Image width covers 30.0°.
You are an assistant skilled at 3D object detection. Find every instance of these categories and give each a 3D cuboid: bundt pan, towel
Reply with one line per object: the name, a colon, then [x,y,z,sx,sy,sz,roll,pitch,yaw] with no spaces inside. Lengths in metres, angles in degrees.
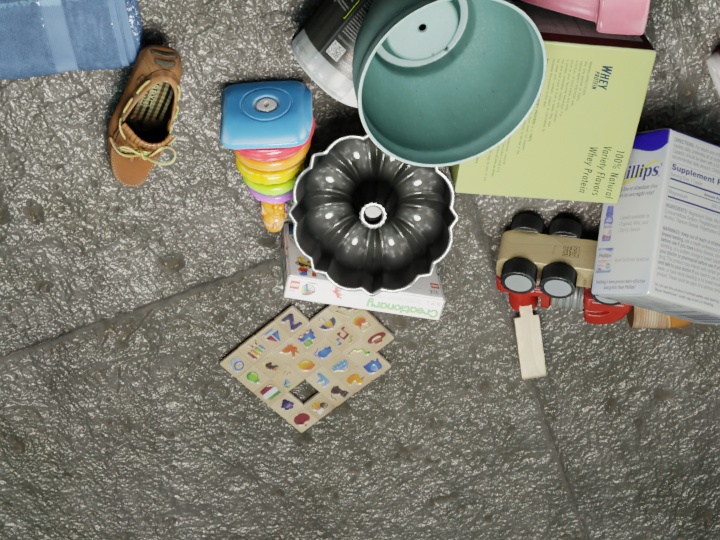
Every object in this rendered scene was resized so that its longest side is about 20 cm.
bundt pan: [0.017,-0.076,1.605,0.200,0.076,0.204,1,110,4]
towel: [-0.348,-0.274,1.518,0.198,0.049,0.112,-7,127,-3]

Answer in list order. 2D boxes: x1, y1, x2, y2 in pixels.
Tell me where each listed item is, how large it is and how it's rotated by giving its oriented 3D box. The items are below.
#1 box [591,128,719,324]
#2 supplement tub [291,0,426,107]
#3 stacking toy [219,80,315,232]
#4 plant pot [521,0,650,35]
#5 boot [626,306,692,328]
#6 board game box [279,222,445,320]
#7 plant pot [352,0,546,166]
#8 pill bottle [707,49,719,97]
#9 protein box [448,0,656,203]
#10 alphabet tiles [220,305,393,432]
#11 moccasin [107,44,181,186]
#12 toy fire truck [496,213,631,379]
box: [0.392,-0.050,1.632,0.183,0.105,0.202,14,82,-30]
supplement tub: [0.025,-0.290,1.503,0.122,0.123,0.200,32,115,-24]
stacking toy: [-0.106,-0.122,1.622,0.109,0.117,0.201,-2,135,-1]
plant pot: [0.227,-0.361,1.449,0.177,0.200,0.201,6,124,8]
boot: [0.430,-0.012,1.761,0.153,0.074,0.201,-7,131,-3]
board game box: [0.000,0.000,1.686,0.198,0.127,0.035,9,122,-11]
plant pot: [0.077,-0.228,1.399,0.199,0.135,0.201,-10,131,-11]
pill bottle: [0.523,-0.247,1.588,0.199,0.114,0.114,-26,122,11]
protein box: [0.212,-0.201,1.572,0.198,0.135,0.200,3,122,-8]
alphabet tiles: [-0.061,0.117,1.818,0.200,0.008,0.167,-37,119,17]
moccasin: [-0.248,-0.166,1.566,0.073,0.078,0.202,10,138,-25]
toy fire truck: [0.263,0.043,1.752,0.175,0.129,0.201,7,146,9]
